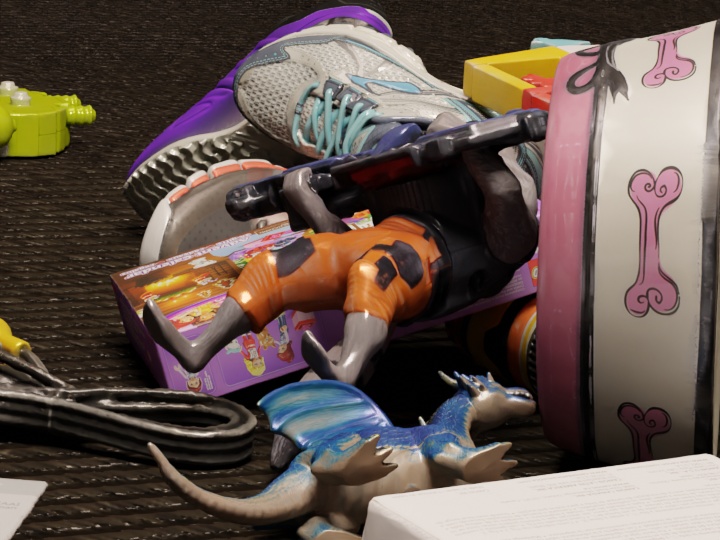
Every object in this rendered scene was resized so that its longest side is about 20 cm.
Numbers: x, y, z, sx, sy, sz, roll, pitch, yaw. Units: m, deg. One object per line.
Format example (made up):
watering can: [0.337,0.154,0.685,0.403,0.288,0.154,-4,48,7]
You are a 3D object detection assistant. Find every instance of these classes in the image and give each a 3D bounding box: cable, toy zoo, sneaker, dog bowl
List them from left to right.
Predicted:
cable: [-0.145,0.046,1.163,0.200,0.050,0.097,10,12,28]
sneaker: [-0.054,-0.097,1.578,0.200,0.070,0.100,-32,27,28]
sneaker: [-0.024,-0.015,1.431,0.200,0.077,0.082,-8,22,-39]
sneaker: [0.011,-0.079,1.439,0.200,0.078,0.086,18,23,24]
sneaker: [0.132,0.016,1.327,0.200,0.070,0.090,-10,21,-40]
toy zoo: [0.143,-0.089,1.393,0.131,0.021,0.200,-7,21,-28]
dog bowl: [0.118,-0.007,1.129,0.074,0.201,0.200,2,12,8]

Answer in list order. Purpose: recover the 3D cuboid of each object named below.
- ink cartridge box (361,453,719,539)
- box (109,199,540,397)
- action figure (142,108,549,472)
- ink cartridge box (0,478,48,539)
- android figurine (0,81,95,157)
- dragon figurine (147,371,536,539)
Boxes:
ink cartridge box: [0.116,0.119,0.917,0.161,0.050,0.200,-4,18,-31]
box: [-0.013,0.003,1.291,0.200,0.039,0.137,-18,17,-10]
action figure: [0.000,0.000,1.178,0.193,0.105,0.200,-31,13,-35]
ink cartridge box: [-0.217,0.107,0.885,0.199,0.044,0.174,4,12,5]
android figurine: [-0.288,-0.108,1.872,0.199,0.041,0.182,-3,13,-17]
dragon figurine: [-0.007,0.078,1.034,0.200,0.059,0.099,-3,14,-29]
